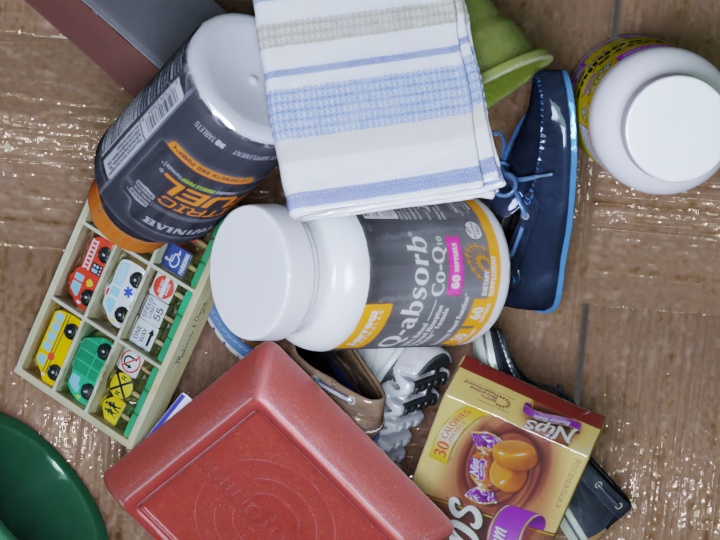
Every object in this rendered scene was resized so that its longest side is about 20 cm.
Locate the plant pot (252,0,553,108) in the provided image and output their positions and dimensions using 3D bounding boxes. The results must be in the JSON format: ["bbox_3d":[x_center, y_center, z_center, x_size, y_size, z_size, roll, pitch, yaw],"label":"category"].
[{"bbox_3d":[0.007,-0.182,1.648,0.200,0.200,0.184,-30,87,7],"label":"plant pot"}]

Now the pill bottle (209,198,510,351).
[{"bbox_3d":[0.000,0.000,1.636,0.200,0.116,0.117,-2,104,-39],"label":"pill bottle"}]

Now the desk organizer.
[{"bbox_3d":[-0.191,-0.208,1.694,0.200,0.077,0.072,42,66,10],"label":"desk organizer"}]

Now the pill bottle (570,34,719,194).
[{"bbox_3d":[0.209,-0.111,1.631,0.104,0.200,0.104,0,99,-3],"label":"pill bottle"}]

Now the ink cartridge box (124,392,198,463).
[{"bbox_3d":[-0.074,0.174,1.724,0.200,0.037,0.095,37,122,-5],"label":"ink cartridge box"}]

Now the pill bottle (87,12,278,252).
[{"bbox_3d":[-0.119,-0.087,1.613,0.106,0.106,0.200,43,138,-6],"label":"pill bottle"}]

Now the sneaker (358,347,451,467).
[{"bbox_3d":[-0.006,0.127,1.762,0.081,0.075,0.200,35,108,22],"label":"sneaker"}]

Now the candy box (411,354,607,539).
[{"bbox_3d":[0.096,0.170,1.717,0.117,0.056,0.200,24,128,7],"label":"candy box"}]

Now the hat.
[{"bbox_3d":[-0.310,0.217,1.753,0.176,0.200,0.166,-40,125,16],"label":"hat"}]

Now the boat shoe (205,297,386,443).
[{"bbox_3d":[-0.044,0.048,1.707,0.200,0.072,0.072,48,131,21],"label":"boat shoe"}]

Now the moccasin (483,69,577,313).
[{"bbox_3d":[0.122,-0.053,1.690,0.068,0.080,0.200,2,117,-2],"label":"moccasin"}]

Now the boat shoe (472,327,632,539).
[{"bbox_3d":[0.144,0.119,1.748,0.062,0.075,0.200,-29,105,6],"label":"boat shoe"}]

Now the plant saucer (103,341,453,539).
[{"bbox_3d":[-0.068,0.179,1.685,0.200,0.037,0.200,46,121,-8],"label":"plant saucer"}]

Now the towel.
[{"bbox_3d":[0.008,-0.132,1.535,0.147,0.024,0.200,-9,72,-5],"label":"towel"}]

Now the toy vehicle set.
[{"bbox_3d":[-0.174,0.018,1.735,0.124,0.027,0.200,29,102,25],"label":"toy vehicle set"}]
